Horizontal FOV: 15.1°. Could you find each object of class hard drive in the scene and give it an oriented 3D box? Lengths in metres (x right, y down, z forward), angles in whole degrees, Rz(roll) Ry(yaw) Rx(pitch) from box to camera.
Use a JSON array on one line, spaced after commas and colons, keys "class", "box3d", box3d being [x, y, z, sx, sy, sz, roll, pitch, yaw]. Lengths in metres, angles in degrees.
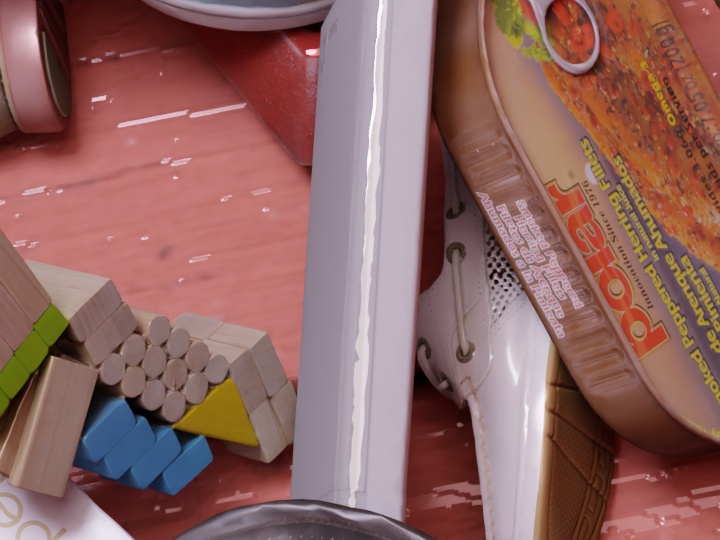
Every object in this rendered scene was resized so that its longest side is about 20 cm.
[{"class": "hard drive", "box3d": [0.000, 0.000, 0.940, 0.026, 0.132, 0.202, 5, 80, -8]}]

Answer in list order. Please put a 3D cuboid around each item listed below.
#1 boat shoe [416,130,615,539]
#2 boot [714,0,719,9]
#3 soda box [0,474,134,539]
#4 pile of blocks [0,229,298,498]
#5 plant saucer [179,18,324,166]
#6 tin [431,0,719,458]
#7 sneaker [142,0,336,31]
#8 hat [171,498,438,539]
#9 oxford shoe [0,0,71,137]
[{"class": "boat shoe", "box3d": [0.051, 0.022, 0.989, 0.069, 0.071, 0.201, -6, 67, 21]}, {"class": "boot", "box3d": [0.183, -0.012, 0.961, 0.174, 0.066, 0.201, 21, 67, -9]}, {"class": "soda box", "box3d": [-0.112, 0.115, 0.964, 0.200, 0.064, 0.068, 41, 76, 21]}, {"class": "pile of blocks", "box3d": [-0.107, 0.037, 0.949, 0.062, 0.199, 0.083, 11, 80, 43]}, {"class": "plant saucer", "box3d": [-0.001, -0.171, 1.078, 0.199, 0.037, 0.200, -36, 66, -9]}, {"class": "tin", "box3d": [0.092, -0.027, 0.956, 0.112, 0.042, 0.201, -38, 103, -48]}, {"class": "sneaker", "box3d": [-0.002, -0.152, 0.977, 0.198, 0.131, 0.080, -7, 65, 5]}, {"class": "hat", "box3d": [-0.015, 0.179, 0.852, 0.199, 0.081, 0.202, -8, 69, 20]}, {"class": "oxford shoe", "box3d": [-0.165, -0.144, 1.087, 0.073, 0.071, 0.201, -12, 64, 5]}]
